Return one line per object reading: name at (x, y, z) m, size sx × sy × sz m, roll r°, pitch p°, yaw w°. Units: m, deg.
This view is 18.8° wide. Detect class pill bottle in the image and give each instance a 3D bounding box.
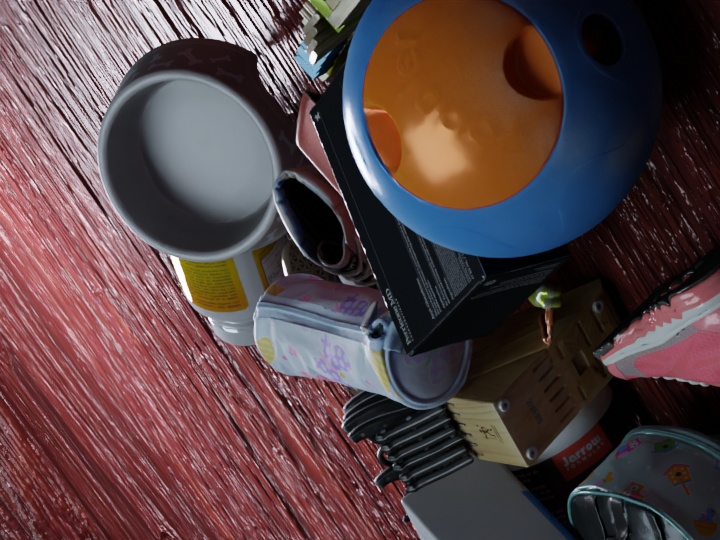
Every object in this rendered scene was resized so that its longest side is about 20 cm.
pill bottle at (-0.126, -0.023, 2.061) m, size 0.111 × 0.111 × 0.201 m, roll 34°, pitch 154°, yaw 36°
pill bottle at (0.178, 0.161, 1.751) m, size 0.201 × 0.112 × 0.112 m, roll 55°, pitch 159°, yaw -15°

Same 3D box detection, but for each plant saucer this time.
plant saucer at (0.025, -0.050, 1.692) m, size 0.200 × 0.037 × 0.200 m, roll 48°, pitch -173°, yaw 4°

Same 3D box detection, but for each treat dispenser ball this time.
treat dispenser ball at (0.088, -0.109, 1.357) m, size 0.201 × 0.201 × 0.201 m, roll 41°, pitch 158°, yaw 21°

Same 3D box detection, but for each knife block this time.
knife block at (0.087, 0.087, 1.665) m, size 0.175 × 0.200 × 0.064 m, roll 6°, pitch 134°, yaw 52°

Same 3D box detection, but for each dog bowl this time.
dog bowl at (-0.139, -0.098, 1.895) m, size 0.199 × 0.059 × 0.202 m, roll 8°, pitch 115°, yaw 18°

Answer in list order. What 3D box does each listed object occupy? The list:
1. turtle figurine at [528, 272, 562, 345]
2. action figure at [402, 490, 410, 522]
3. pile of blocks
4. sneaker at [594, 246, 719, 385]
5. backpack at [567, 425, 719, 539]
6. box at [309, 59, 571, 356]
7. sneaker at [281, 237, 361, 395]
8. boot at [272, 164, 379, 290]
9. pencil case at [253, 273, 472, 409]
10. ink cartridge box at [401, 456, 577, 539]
turtle figurine at (0.096, -0.052, 1.598) m, size 0.162 × 0.064 × 0.201 m, roll 92°, pitch 163°, yaw -44°
action figure at (0.119, 0.289, 2.106) m, size 0.200 × 0.102 × 0.119 m, roll 43°, pitch 147°, yaw 22°
pile of blocks at (-0.028, -0.195, 1.614) m, size 0.062 × 0.082 × 0.200 m, roll 48°, pitch 160°, yaw 5°
sneaker at (0.228, 0.054, 1.504) m, size 0.087 × 0.074 × 0.200 m, roll 48°, pitch 159°, yaw 2°
backpack at (0.256, 0.203, 1.606) m, size 0.200 × 0.153 × 0.176 m, roll 48°, pitch 161°, yaw -17°
box at (0.052, -0.063, 1.522) m, size 0.141 × 0.078 × 0.201 m, roll -46°, pitch 61°, yaw 56°
sneaker at (-0.008, 0.063, 1.824) m, size 0.201 × 0.070 × 0.076 m, roll 55°, pitch 151°, yaw 11°
boot at (0.000, 0.000, 1.747) m, size 0.200 × 0.074 × 0.095 m, roll 52°, pitch -160°, yaw 11°
pencil case at (-0.001, 0.051, 1.650) m, size 0.200 × 0.090 × 0.084 m, roll 10°, pitch 93°, yaw 57°
ink cartridge box at (0.128, 0.253, 1.729) m, size 0.145 × 0.084 × 0.200 m, roll 44°, pitch 167°, yaw 41°
